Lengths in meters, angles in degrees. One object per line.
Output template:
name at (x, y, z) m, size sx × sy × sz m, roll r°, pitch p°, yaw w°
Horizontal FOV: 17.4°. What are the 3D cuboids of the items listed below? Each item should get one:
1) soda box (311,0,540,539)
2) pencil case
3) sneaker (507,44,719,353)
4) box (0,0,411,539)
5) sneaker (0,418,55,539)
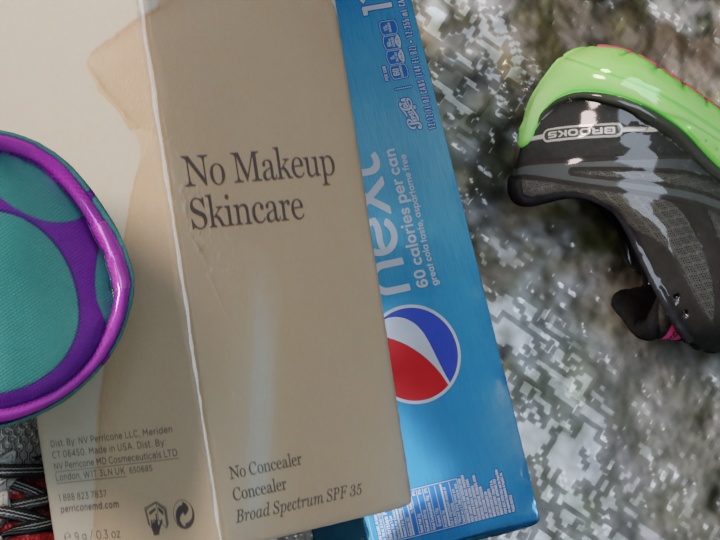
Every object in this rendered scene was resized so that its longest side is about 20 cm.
soda box at (0.000, 0.000, 0.819) m, size 0.064 × 0.068 × 0.200 m, roll -11°, pitch 84°, yaw -18°
pencil case at (-0.149, 0.003, 0.714) m, size 0.092 × 0.200 × 0.085 m, roll -9°, pitch 92°, yaw -30°
sneaker at (0.138, 0.000, 0.861) m, size 0.200 × 0.077 × 0.084 m, roll 36°, pitch 92°, yaw -3°
box at (-0.054, -0.015, 0.746) m, size 0.095 × 0.078 × 0.200 m, roll -9°, pitch 90°, yaw -48°
sneaker at (-0.097, 0.113, 0.770) m, size 0.078 × 0.082 × 0.200 m, roll -2°, pitch 80°, yaw -13°
